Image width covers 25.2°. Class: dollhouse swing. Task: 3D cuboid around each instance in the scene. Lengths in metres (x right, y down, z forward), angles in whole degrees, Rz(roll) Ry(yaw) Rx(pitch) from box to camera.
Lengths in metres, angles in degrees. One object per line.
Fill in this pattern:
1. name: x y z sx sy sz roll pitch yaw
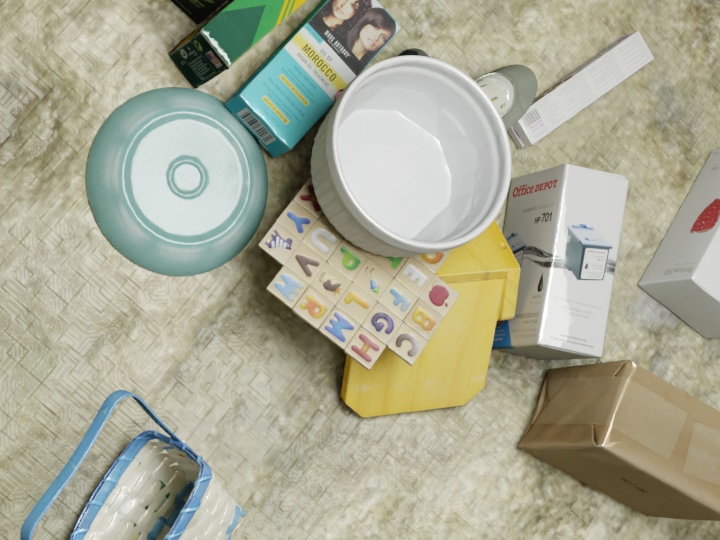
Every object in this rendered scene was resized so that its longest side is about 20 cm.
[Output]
1. dollhouse swing: 0.048 0.032 1.776 0.199 0.176 0.182 -6 47 -21

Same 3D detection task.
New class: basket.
1. basket: -0.225 0.237 1.586 0.177 0.139 0.200 -55 136 -16

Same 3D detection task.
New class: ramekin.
1. ramekin: 0.044 -0.108 1.638 0.199 0.105 0.202 6 76 -23

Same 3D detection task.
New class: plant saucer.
1. plant saucer: -0.186 -0.096 1.690 0.199 0.036 0.202 2 85 -22

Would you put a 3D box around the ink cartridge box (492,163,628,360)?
1. ink cartridge box: 0.216 -0.006 1.784 0.085 0.146 0.202 11 82 -18

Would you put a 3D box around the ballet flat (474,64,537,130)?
1. ballet flat: 0.120 -0.170 1.785 0.200 0.064 0.067 -36 75 -12

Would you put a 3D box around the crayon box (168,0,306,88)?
1. crayon box: -0.100 -0.280 1.688 0.200 0.127 0.051 -43 102 -19

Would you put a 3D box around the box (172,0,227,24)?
1. box: -0.141 -0.362 1.637 0.124 0.200 0.149 42 74 -14

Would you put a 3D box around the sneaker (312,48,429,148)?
1. sneaker: 0.014 -0.174 1.731 0.201 0.079 0.096 -58 136 -23

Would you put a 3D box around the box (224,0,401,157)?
1. box: -0.049 -0.220 1.735 0.082 0.049 0.200 45 67 -13

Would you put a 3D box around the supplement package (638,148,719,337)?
1. supplement package: 0.441 -0.036 1.888 0.119 0.121 0.201 36 74 -16

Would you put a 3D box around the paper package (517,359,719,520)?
1. paper package: 0.308 0.192 1.783 0.199 0.190 0.104 29 73 -18

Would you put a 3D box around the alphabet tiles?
1. alphabet tiles: 0.000 0.000 1.655 0.200 0.006 0.167 38 62 -3

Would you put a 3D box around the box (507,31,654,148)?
1. box: 0.253 -0.210 1.869 0.200 0.039 0.042 -36 100 -20
